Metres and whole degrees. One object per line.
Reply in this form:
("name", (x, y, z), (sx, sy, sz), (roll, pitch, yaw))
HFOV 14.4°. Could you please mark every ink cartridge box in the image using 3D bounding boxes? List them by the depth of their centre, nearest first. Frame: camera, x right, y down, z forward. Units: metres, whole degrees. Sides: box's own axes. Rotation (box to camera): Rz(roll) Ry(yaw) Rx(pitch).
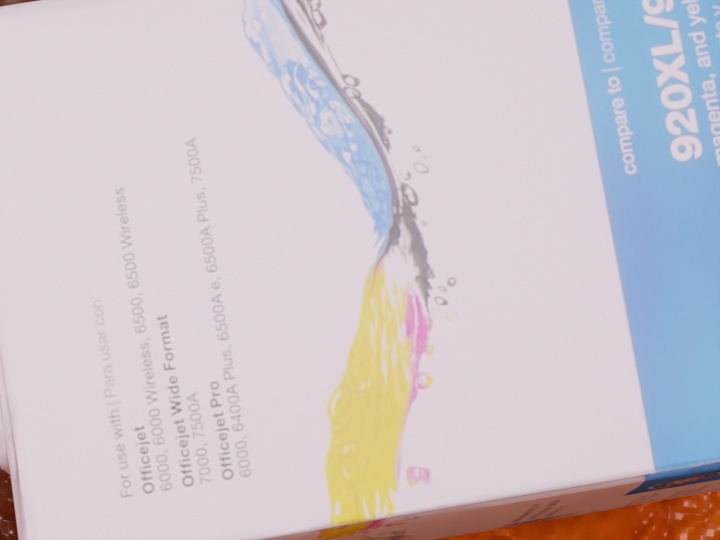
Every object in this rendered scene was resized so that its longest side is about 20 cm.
("ink cartridge box", (0.000, 0.000, 0.763), (0.199, 0.147, 0.146), (-9, 83, -4))
